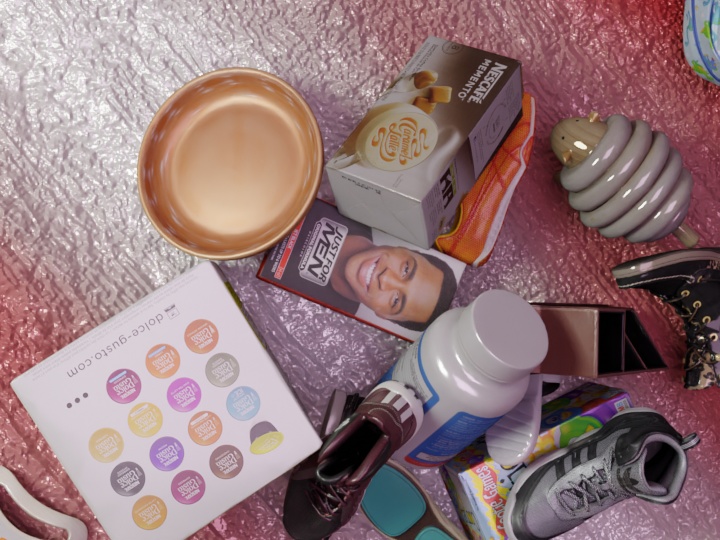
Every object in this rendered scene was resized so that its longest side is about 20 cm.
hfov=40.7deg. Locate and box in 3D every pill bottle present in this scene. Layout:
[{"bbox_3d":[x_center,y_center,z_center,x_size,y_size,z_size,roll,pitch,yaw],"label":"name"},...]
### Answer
[{"bbox_3d":[0.095,0.105,0.942,0.111,0.200,0.113,15,52,-20],"label":"pill bottle"}]

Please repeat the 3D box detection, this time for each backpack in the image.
[{"bbox_3d":[0.436,-0.299,1.073,0.162,0.154,0.201,17,99,-15],"label":"backpack"}]

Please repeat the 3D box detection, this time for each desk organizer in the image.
[{"bbox_3d":[0.248,0.071,0.998,0.199,0.077,0.072,4,88,-53],"label":"desk organizer"}]

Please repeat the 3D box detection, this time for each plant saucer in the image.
[{"bbox_3d":[-0.130,-0.106,0.987,0.198,0.037,0.202,-3,77,13],"label":"plant saucer"}]

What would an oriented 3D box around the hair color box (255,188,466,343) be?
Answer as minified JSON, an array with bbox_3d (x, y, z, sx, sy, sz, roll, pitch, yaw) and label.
[{"bbox_3d":[0.000,0.000,1.025,0.199,0.061,0.102,22,85,-9],"label":"hair color box"}]

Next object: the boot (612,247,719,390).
[{"bbox_3d":[0.361,0.054,1.053,0.199,0.073,0.152,-3,85,-36],"label":"boot"}]

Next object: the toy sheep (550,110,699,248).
[{"bbox_3d":[0.285,-0.093,1.037,0.199,0.138,0.138,34,84,-7],"label":"toy sheep"}]

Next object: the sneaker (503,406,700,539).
[{"bbox_3d":[0.230,0.201,0.926,0.199,0.114,0.076,-33,93,-9],"label":"sneaker"}]

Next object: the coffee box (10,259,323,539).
[{"bbox_3d":[-0.173,0.124,0.923,0.199,0.200,0.199,-32,94,-6],"label":"coffee box"}]

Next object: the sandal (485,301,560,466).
[{"bbox_3d":[0.171,0.126,1.018,0.059,0.079,0.208,46,40,-31],"label":"sandal"}]

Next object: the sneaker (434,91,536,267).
[{"bbox_3d":[0.136,-0.105,1.046,0.077,0.073,0.201,23,82,3],"label":"sneaker"}]

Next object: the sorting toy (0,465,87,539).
[{"bbox_3d":[-0.369,0.298,0.955,0.199,0.107,0.181,36,65,-7],"label":"sorting toy"}]

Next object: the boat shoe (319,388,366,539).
[{"bbox_3d":[-0.025,0.228,1.014,0.060,0.074,0.202,15,78,-4],"label":"boat shoe"}]

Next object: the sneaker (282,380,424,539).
[{"bbox_3d":[-0.029,0.189,0.892,0.076,0.115,0.201,39,110,11],"label":"sneaker"}]

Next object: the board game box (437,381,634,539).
[{"bbox_3d":[0.197,0.210,1.031,0.199,0.105,0.104,-24,93,-10],"label":"board game box"}]

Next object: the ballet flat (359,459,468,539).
[{"bbox_3d":[0.055,0.257,1.018,0.069,0.069,0.200,-41,108,-8],"label":"ballet flat"}]

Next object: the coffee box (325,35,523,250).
[{"bbox_3d":[0.070,-0.132,0.977,0.114,0.080,0.200,24,63,26],"label":"coffee box"}]
